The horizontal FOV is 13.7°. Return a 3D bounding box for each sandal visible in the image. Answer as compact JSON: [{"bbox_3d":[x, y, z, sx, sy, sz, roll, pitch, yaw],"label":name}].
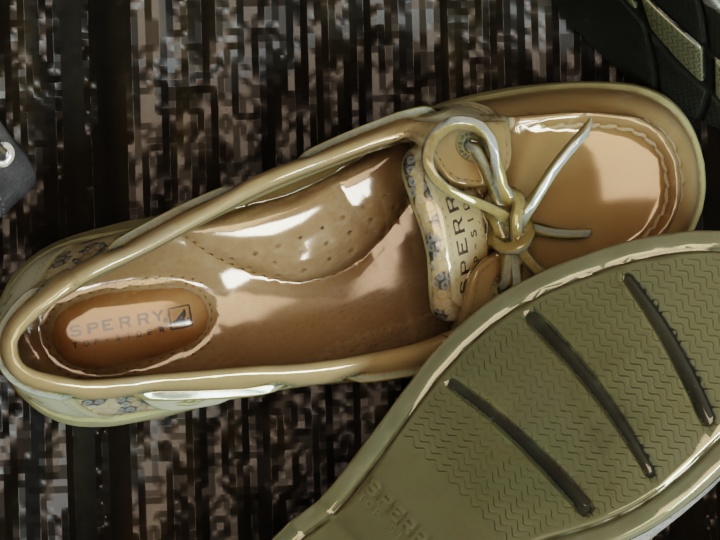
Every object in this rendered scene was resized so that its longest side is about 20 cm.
[{"bbox_3d":[0.064,-0.116,0.799,0.057,0.080,0.201,-41,93,-15],"label":"sandal"}]

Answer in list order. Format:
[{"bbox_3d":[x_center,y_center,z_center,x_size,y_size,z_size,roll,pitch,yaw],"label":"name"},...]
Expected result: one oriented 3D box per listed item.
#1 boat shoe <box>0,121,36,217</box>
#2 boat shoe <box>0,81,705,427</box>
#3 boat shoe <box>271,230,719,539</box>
[{"bbox_3d":[-0.149,-0.094,0.793,0.066,0.070,0.200,-29,90,-19],"label":"boat shoe"},{"bbox_3d":[0.000,0.000,0.803,0.200,0.063,0.073,-19,92,-3],"label":"boat shoe"},{"bbox_3d":[0.038,0.062,0.794,0.200,0.068,0.075,-38,70,9],"label":"boat shoe"}]
